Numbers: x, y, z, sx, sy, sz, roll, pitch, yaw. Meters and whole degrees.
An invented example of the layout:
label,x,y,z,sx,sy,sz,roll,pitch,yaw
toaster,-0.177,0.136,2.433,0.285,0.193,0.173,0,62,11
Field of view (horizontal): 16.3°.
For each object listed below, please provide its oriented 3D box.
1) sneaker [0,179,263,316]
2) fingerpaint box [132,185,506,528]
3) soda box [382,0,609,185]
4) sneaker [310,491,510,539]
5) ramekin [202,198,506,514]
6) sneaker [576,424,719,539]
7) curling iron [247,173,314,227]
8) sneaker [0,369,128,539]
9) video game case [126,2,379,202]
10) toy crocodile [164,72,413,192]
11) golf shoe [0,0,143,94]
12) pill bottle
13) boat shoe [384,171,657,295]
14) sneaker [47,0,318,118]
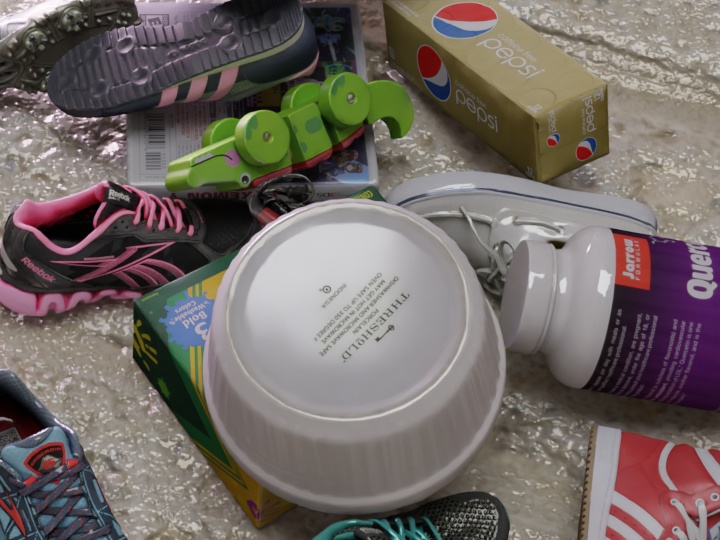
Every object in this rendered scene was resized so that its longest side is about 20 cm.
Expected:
label,x,y,z,sx,sy,sz,roll,pitch,yaw
sneaker,-0.159,-0.026,1.754,0.200,0.095,0.079,-10,52,-20
fingerpaint box,-0.029,0.055,1.720,0.200,0.073,0.167,-26,60,-22
soda box,0.098,-0.144,1.854,0.068,0.064,0.200,-25,42,-22
sneaker,0.014,0.190,1.612,0.200,0.091,0.078,-26,60,-23
ramekin,-0.006,0.045,1.609,0.202,0.094,0.203,-2,61,3
sneaker,0.197,0.190,1.641,0.112,0.071,0.200,7,51,4
curling iron,0.000,0.000,1.702,0.050,0.026,0.200,-37,65,-27
sneaker,-0.206,0.146,1.622,0.079,0.096,0.200,-28,60,-23
video game case,-0.084,-0.127,1.874,0.182,0.023,0.200,-1,47,-5
toy crocodile,-0.050,-0.093,1.784,0.200,0.067,0.062,-26,100,-34
golf shoe,-0.263,-0.170,1.864,0.200,0.078,0.097,-25,47,-16
pill bottle,0.201,0.033,1.718,0.200,0.113,0.113,10,52,-9
boat shoe,0.114,-0.010,1.788,0.201,0.075,0.086,9,52,-10
sneaker,-0.125,-0.140,1.830,0.200,0.082,0.070,-13,61,12
